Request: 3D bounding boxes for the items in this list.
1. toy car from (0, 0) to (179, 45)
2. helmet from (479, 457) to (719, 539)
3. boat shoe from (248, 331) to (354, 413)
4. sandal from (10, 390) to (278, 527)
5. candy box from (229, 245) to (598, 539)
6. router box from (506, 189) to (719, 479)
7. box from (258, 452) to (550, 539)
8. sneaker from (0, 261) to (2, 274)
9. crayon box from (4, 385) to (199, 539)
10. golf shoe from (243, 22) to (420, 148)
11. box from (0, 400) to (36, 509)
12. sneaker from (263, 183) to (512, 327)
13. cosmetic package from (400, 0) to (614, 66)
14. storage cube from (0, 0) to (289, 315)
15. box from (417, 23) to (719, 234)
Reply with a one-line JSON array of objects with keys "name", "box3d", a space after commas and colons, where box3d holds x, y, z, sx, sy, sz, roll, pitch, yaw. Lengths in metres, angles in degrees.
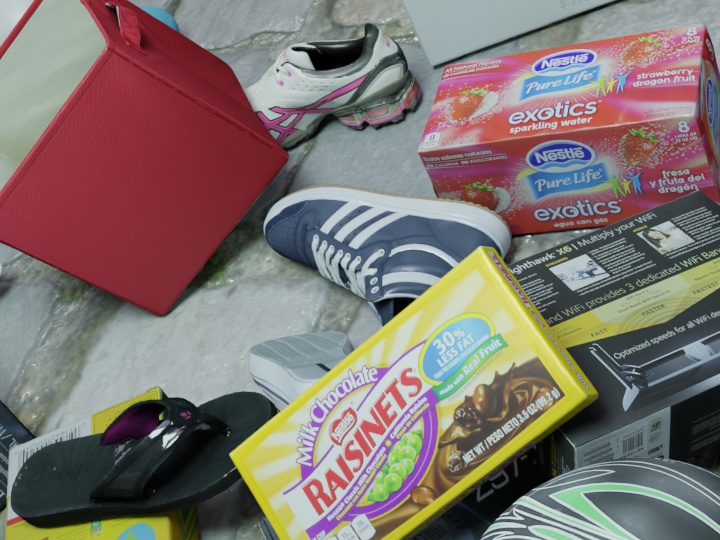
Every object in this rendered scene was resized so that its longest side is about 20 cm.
[{"name": "toy car", "box3d": [-0.275, -0.211, 1.235, 0.177, 0.200, 0.184, -18, 42, 13]}, {"name": "helmet", "box3d": [0.133, 0.180, 0.615, 0.191, 0.200, 0.200, 38, 71, 17]}, {"name": "boat shoe", "box3d": [-0.032, 0.085, 0.876, 0.073, 0.067, 0.200, -9, 7, -7]}, {"name": "sandal", "box3d": [-0.148, 0.120, 0.857, 0.200, 0.048, 0.075, -18, 44, 19]}, {"name": "candy box", "box3d": [0.024, 0.087, 0.740, 0.200, 0.026, 0.102, -41, 68, 20]}, {"name": "router box", "box3d": [0.169, 0.039, 0.797, 0.200, 0.052, 0.157, -20, 39, -16]}, {"name": "box", "box3d": [0.057, 0.159, 0.788, 0.200, 0.044, 0.160, -32, 41, -3]}, {"name": "sneaker", "box3d": [-0.376, -0.007, 1.188, 0.146, 0.081, 0.200, -7, 41, 12]}, {"name": "crayon box", "box3d": [-0.174, 0.184, 0.890, 0.127, 0.051, 0.200, -22, 41, 9]}, {"name": "golf shoe", "box3d": [-0.055, -0.159, 1.139, 0.200, 0.092, 0.073, -14, 44, 19]}, {"name": "box", "box3d": [-0.356, 0.141, 0.964, 0.200, 0.148, 0.107, -44, 42, -16]}, {"name": "sneaker", "box3d": [0.000, 0.000, 0.962, 0.200, 0.070, 0.109, 4, 49, 29]}, {"name": "cosmetic package", "box3d": [0.124, -0.308, 1.162, 0.200, 0.123, 0.199, -17, 42, 12]}, {"name": "storage cube", "box3d": [-0.197, -0.102, 1.058, 0.200, 0.180, 0.171, -51, 38, 14]}, {"name": "box", "box3d": [0.154, -0.096, 0.951, 0.200, 0.096, 0.100, -5, 45, 26]}]
